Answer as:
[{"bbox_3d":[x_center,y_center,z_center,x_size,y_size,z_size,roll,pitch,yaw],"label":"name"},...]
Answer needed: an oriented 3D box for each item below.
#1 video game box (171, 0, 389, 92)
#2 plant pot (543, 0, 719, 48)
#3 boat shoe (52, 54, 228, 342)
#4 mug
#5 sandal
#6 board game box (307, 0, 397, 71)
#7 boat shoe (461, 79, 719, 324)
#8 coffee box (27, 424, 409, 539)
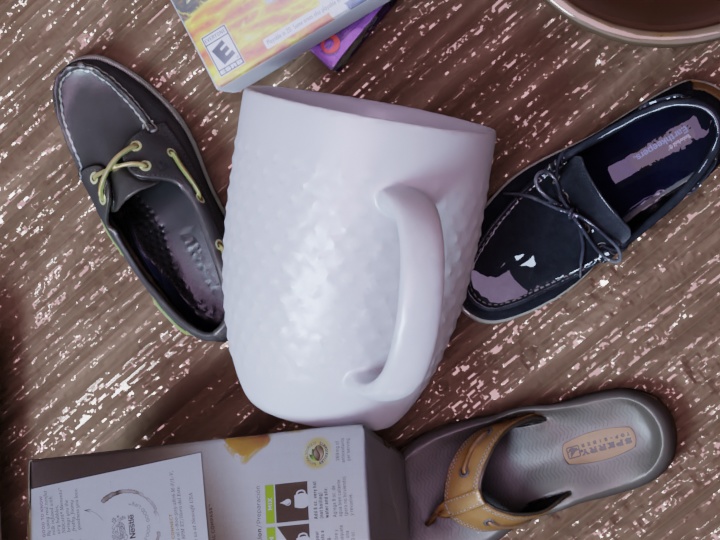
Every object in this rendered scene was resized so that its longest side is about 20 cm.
[{"bbox_3d":[-0.038,-0.232,0.931,0.199,0.047,0.183,-29,86,12],"label":"video game box"},{"bbox_3d":[0.166,-0.222,0.889,0.198,0.093,0.203,0,93,4],"label":"plant pot"},{"bbox_3d":[-0.127,-0.046,0.983,0.071,0.061,0.202,-35,88,12],"label":"boat shoe"},{"bbox_3d":[0.000,0.000,0.896,0.146,0.200,0.177,6,100,-21],"label":"mug"},{"bbox_3d":[0.092,0.125,0.960,0.198,0.055,0.083,-17,92,13],"label":"sandal"},{"bbox_3d":[-0.050,-0.231,0.969,0.200,0.032,0.120,43,97,5],"label":"board game box"},{"bbox_3d":[0.132,-0.039,0.934,0.199,0.062,0.075,-36,90,13],"label":"boat shoe"},{"bbox_3d":[-0.079,0.145,0.927,0.198,0.114,0.081,-7,73,11],"label":"coffee box"}]
